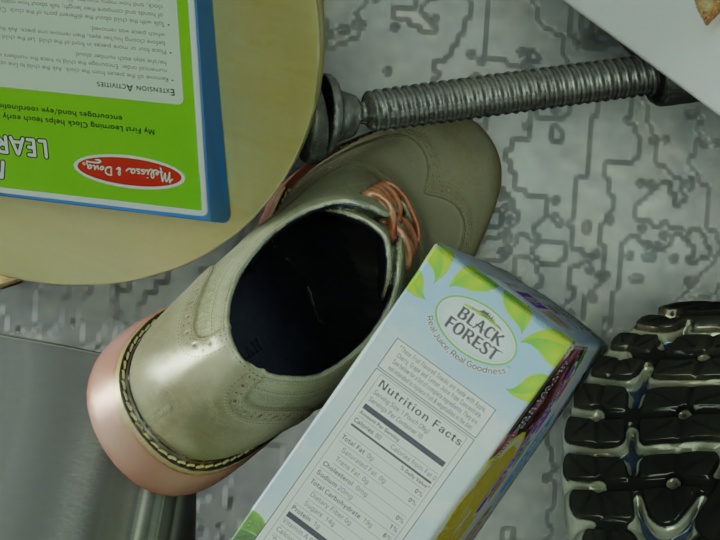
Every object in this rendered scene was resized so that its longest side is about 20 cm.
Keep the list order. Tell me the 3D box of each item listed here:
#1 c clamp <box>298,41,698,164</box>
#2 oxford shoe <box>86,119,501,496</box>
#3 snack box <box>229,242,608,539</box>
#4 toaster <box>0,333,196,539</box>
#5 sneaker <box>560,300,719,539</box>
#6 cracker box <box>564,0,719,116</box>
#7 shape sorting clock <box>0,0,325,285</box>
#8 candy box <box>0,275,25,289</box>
[{"bbox_3d":[0.041,-0.075,0.758,0.199,0.027,0.171,-4,52,-15],"label":"c clamp"},{"bbox_3d":[0.000,0.000,0.745,0.071,0.200,0.074,50,134,-6],"label":"oxford shoe"},{"bbox_3d":[0.014,0.066,0.734,0.053,0.200,0.142,37,93,8],"label":"snack box"},{"bbox_3d":[-0.147,0.112,0.753,0.180,0.119,0.201,6,136,2],"label":"toaster"},{"bbox_3d":[0.100,0.101,0.738,0.078,0.089,0.201,8,62,21],"label":"sneaker"},{"bbox_3d":[0.137,-0.108,0.706,0.200,0.058,0.134,39,100,20],"label":"cracker box"},{"bbox_3d":[-0.105,-0.084,0.710,0.199,0.039,0.201,8,118,16],"label":"shape sorting clock"},{"bbox_3d":[-0.116,-0.101,0.807,0.116,0.056,0.201,-18,93,1],"label":"candy box"}]
